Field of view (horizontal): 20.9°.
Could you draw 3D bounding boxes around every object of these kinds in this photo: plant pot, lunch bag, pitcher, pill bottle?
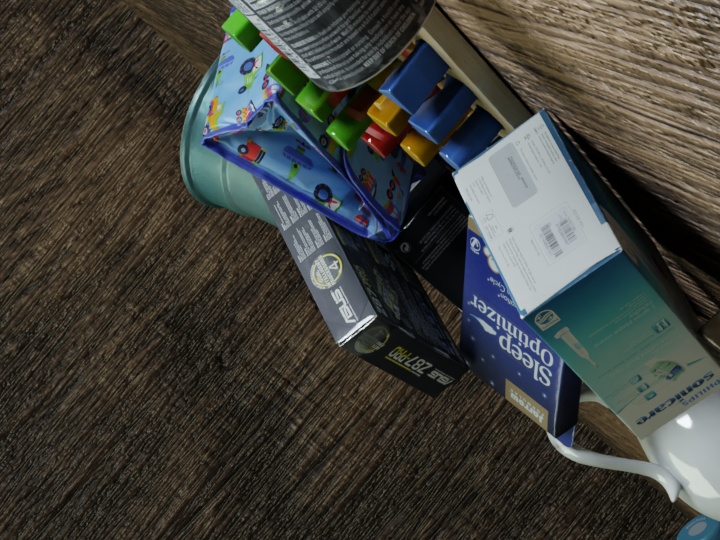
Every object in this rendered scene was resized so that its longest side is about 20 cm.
[{"bbox_3d":[-0.039,-0.113,1.917,0.195,0.201,0.200,30,173,29],"label":"plant pot"},{"bbox_3d":[-0.021,-0.124,1.613,0.094,0.152,0.200,-25,132,37],"label":"lunch bag"},{"bbox_3d":[0.274,0.143,1.700,0.200,0.171,0.122,41,156,13],"label":"pitcher"},{"bbox_3d":[-0.052,-0.208,1.159,0.200,0.106,0.106,43,177,-27],"label":"pill bottle"}]

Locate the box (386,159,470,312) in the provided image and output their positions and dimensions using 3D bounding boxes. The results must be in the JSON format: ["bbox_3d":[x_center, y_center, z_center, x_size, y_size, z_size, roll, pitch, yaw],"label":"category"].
[{"bbox_3d":[0.105,-0.027,1.773,0.141,0.079,0.200,43,-166,-7],"label":"box"}]

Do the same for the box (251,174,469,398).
[{"bbox_3d":[0.000,0.000,1.661,0.161,0.049,0.201,34,-157,-55],"label":"box"}]

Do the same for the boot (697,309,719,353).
[{"bbox_3d":[0.325,0.102,1.357,0.199,0.064,0.187,36,163,23],"label":"boot"}]

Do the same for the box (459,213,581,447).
[{"bbox_3d":[0.134,0.055,1.620,0.121,0.032,0.201,38,145,34],"label":"box"}]

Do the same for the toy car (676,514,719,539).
[{"bbox_3d":[0.486,0.320,2.320,0.185,0.176,0.200,54,-157,-15],"label":"toy car"}]

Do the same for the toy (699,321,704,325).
[{"bbox_3d":[0.236,0.051,1.590,0.114,0.048,0.200,13,-172,-13],"label":"toy"}]

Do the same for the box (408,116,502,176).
[{"bbox_3d":[0.123,-0.074,1.582,0.160,0.044,0.200,42,178,-40],"label":"box"}]

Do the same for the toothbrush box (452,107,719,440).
[{"bbox_3d":[0.165,0.006,1.381,0.200,0.085,0.147,45,-163,-46],"label":"toothbrush box"}]

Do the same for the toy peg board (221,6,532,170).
[{"bbox_3d":[0.009,-0.146,1.439,0.200,0.098,0.199,42,178,-40],"label":"toy peg board"}]
